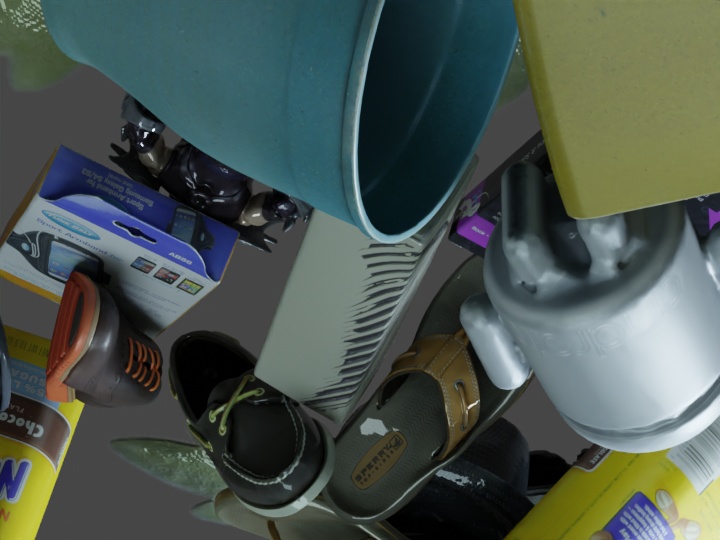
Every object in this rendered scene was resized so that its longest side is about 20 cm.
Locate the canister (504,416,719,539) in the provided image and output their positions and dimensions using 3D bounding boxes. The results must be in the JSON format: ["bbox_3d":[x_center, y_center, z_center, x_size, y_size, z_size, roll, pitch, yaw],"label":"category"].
[{"bbox_3d":[0.165,0.180,1.144,0.086,0.200,0.149,28,157,49],"label":"canister"}]

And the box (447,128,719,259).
[{"bbox_3d":[0.162,-0.042,1.022,0.142,0.036,0.200,29,142,-18],"label":"box"}]

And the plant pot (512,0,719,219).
[{"bbox_3d":[0.161,-0.166,0.752,0.199,0.200,0.177,-11,124,30],"label":"plant pot"}]

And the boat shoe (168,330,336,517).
[{"bbox_3d":[-0.077,0.094,1.176,0.061,0.072,0.201,50,174,-26],"label":"boat shoe"}]

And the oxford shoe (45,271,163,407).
[{"bbox_3d":[-0.154,0.047,1.138,0.072,0.072,0.200,13,169,-7],"label":"oxford shoe"}]

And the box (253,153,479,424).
[{"bbox_3d":[0.000,0.000,1.083,0.068,0.082,0.200,30,144,6],"label":"box"}]

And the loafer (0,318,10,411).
[{"bbox_3d":[-0.271,0.013,1.181,0.063,0.072,0.201,-20,129,-25],"label":"loafer"}]

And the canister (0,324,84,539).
[{"bbox_3d":[-0.280,0.134,1.260,0.148,0.201,0.087,17,143,-2],"label":"canister"}]

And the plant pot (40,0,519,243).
[{"bbox_3d":[-0.039,-0.137,0.861,0.187,0.201,0.201,20,145,20],"label":"plant pot"}]

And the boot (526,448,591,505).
[{"bbox_3d":[0.202,0.180,1.263,0.199,0.068,0.131,-1,134,19],"label":"boot"}]

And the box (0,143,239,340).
[{"bbox_3d":[-0.152,-0.015,1.118,0.119,0.042,0.200,26,157,-13],"label":"box"}]

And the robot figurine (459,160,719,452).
[{"bbox_3d":[0.138,0.021,0.986,0.169,0.113,0.200,-14,135,23],"label":"robot figurine"}]

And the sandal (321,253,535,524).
[{"bbox_3d":[0.039,0.074,1.111,0.082,0.055,0.200,46,105,16],"label":"sandal"}]

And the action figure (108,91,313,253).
[{"bbox_3d":[-0.069,-0.072,1.040,0.129,0.070,0.200,20,157,-16],"label":"action figure"}]

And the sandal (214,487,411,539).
[{"bbox_3d":[-0.006,0.196,1.210,0.199,0.054,0.080,29,145,-10],"label":"sandal"}]

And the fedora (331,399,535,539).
[{"bbox_3d":[0.043,0.138,1.238,0.199,0.092,0.201,14,145,10],"label":"fedora"}]
